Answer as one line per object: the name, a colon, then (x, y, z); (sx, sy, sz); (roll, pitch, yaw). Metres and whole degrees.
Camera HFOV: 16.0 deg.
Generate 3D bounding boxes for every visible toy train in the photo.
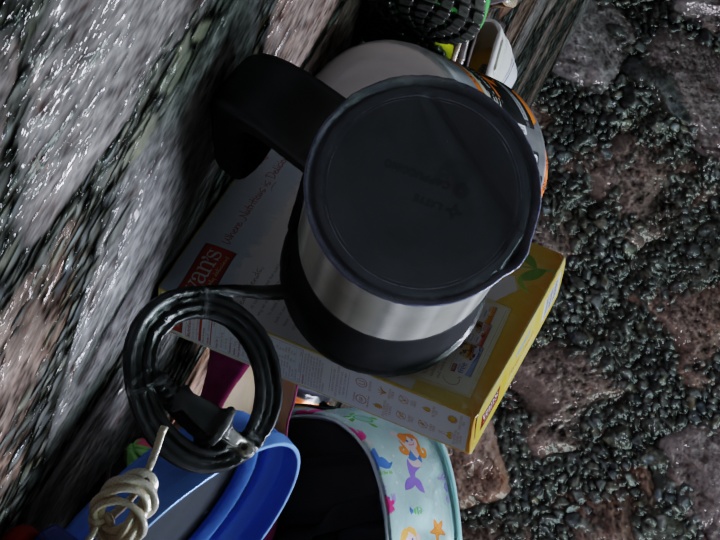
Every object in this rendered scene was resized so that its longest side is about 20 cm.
toy train: (-0.171, 0.170, 1.320); (0.201, 0.084, 0.116); (-63, 162, 16)

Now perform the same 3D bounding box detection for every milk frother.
milk frother: (-0.020, 0.009, 1.318); (0.188, 0.179, 0.201); (110, -1, -76)

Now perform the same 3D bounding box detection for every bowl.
bowl: (-0.119, 0.161, 1.470); (0.200, 0.039, 0.201); (-42, 161, -17)

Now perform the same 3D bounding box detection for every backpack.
backpack: (-0.018, 0.173, 1.678); (0.199, 0.150, 0.179); (-12, -99, 49)

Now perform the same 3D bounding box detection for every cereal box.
cereal box: (0.001, 0.011, 1.473); (0.040, 0.199, 0.144); (98, 19, -46)

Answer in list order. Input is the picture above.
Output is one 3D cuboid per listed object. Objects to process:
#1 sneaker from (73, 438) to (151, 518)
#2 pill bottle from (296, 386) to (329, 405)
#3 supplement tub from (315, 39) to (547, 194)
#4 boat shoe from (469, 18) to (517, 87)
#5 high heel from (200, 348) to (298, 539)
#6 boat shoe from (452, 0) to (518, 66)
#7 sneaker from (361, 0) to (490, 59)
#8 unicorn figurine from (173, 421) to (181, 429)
sneaker: (-0.150, 0.164, 1.610); (0.084, 0.077, 0.200); (-42, 166, -17)
pill bottle: (-0.021, 0.012, 1.832); (0.201, 0.106, 0.106); (-62, 175, 16)
supplement tub: (0.046, -0.075, 1.660); (0.123, 0.122, 0.200); (-62, 159, 6)
boat shoe: (0.083, -0.153, 2.334); (0.200, 0.071, 0.070); (-54, 145, -33)
high heel: (-0.064, 0.097, 1.552); (0.067, 0.096, 0.201); (-18, 114, -25)
boat shoe: (0.086, -0.215, 1.869); (0.201, 0.073, 0.074); (-63, 175, 13)
sneaker: (0.046, -0.193, 1.652); (0.200, 0.078, 0.086); (142, -29, -79)
unicorn figurine: (-0.127, 0.166, 1.798); (0.200, 0.074, 0.138); (-45, -150, 38)
